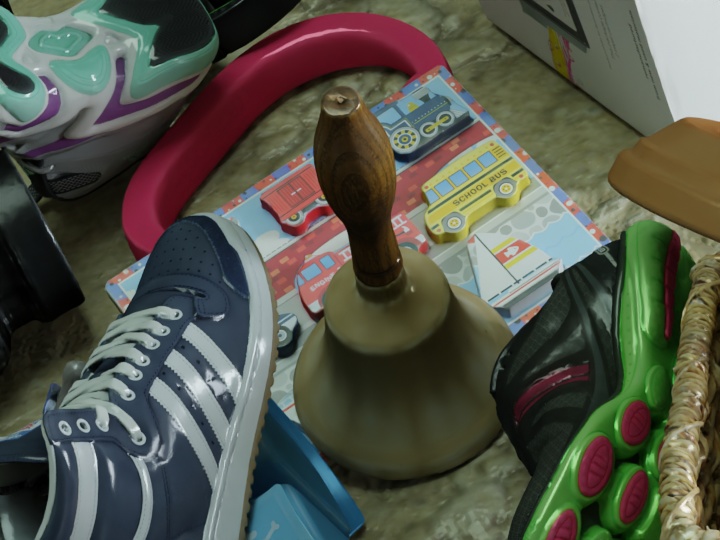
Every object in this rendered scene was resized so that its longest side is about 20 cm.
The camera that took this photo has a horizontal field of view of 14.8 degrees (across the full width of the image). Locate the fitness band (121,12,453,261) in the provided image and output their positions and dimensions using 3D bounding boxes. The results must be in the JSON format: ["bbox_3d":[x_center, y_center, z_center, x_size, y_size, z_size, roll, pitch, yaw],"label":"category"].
[{"bbox_3d":[-0.034,-0.060,1.396,0.143,0.038,0.200,9,47,39],"label":"fitness band"}]

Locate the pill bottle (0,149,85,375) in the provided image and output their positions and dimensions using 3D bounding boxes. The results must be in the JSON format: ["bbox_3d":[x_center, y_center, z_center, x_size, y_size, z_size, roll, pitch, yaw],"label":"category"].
[{"bbox_3d":[-0.240,0.025,1.337,0.199,0.112,0.112,-29,38,-6],"label":"pill bottle"}]

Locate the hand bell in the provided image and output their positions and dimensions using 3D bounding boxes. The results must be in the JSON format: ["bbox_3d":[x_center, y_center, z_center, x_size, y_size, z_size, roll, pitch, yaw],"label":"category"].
[{"bbox_3d":[0.007,-0.007,1.154,0.103,0.200,0.105,-5,55,7],"label":"hand bell"}]

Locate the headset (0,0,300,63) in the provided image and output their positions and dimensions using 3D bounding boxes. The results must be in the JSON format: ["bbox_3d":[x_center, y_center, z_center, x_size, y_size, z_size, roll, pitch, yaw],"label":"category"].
[{"bbox_3d":[-0.112,-0.157,1.501,0.199,0.094,0.124,-21,35,27],"label":"headset"}]

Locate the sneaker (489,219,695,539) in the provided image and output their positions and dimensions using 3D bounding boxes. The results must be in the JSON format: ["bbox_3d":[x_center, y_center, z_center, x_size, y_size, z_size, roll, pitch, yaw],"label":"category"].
[{"bbox_3d":[0.095,0.066,1.157,0.083,0.077,0.201,-20,31,34],"label":"sneaker"}]

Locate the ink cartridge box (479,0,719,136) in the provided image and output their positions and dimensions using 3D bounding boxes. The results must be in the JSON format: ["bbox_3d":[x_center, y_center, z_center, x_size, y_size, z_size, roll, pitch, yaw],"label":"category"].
[{"bbox_3d":[0.146,-0.178,1.347,0.146,0.147,0.200,-33,38,-11],"label":"ink cartridge box"}]

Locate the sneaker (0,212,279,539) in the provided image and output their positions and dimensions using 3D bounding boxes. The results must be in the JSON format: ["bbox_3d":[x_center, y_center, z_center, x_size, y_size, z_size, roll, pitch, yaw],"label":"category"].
[{"bbox_3d":[-0.096,0.049,1.071,0.070,0.108,0.201,-25,49,40],"label":"sneaker"}]

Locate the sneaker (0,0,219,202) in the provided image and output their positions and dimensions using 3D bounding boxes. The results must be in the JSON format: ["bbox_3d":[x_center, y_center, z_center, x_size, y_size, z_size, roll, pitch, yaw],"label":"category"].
[{"bbox_3d":[-0.176,-0.072,1.406,0.199,0.140,0.078,-7,56,-26],"label":"sneaker"}]

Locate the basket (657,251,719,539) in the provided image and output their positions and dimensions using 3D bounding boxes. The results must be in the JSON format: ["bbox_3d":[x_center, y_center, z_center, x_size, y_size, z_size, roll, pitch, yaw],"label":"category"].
[{"bbox_3d":[0.190,0.091,0.969,0.142,0.150,0.200,-8,26,16],"label":"basket"}]

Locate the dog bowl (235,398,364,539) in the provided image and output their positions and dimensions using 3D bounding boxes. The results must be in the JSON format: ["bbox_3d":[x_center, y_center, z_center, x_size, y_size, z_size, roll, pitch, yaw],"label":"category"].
[{"bbox_3d":[-0.032,0.111,1.132,0.050,0.112,0.200,-40,38,4],"label":"dog bowl"}]

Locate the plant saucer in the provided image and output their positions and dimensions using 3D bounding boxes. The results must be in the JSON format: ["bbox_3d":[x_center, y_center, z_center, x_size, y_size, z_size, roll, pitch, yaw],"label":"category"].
[{"bbox_3d":[0.198,-0.021,1.112,0.200,0.199,0.038,27,102,45],"label":"plant saucer"}]

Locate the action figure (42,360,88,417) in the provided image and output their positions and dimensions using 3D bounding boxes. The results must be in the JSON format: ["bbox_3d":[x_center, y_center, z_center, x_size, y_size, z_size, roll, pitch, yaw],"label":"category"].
[{"bbox_3d":[-0.165,0.101,1.178,0.193,0.104,0.201,-43,27,42],"label":"action figure"}]

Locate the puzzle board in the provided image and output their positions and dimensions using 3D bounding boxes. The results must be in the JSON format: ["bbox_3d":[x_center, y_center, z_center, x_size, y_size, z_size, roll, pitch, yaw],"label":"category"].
[{"bbox_3d":[0.000,0.000,1.283,0.199,0.017,0.151,-34,55,-12],"label":"puzzle board"}]
